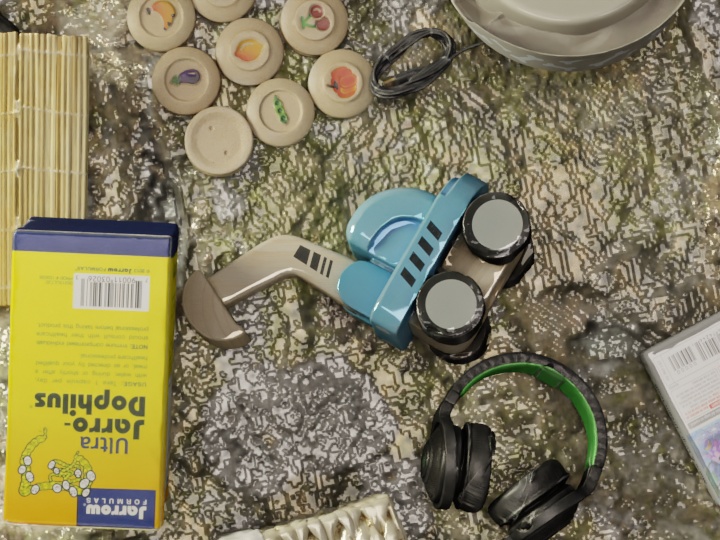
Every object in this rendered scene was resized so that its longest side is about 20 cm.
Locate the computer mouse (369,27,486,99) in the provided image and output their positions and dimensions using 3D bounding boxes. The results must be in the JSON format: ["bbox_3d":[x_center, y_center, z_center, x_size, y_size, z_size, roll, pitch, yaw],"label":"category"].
[{"bbox_3d":[0.101,-0.161,1.722,0.199,0.034,0.059,-16,71,-2],"label":"computer mouse"}]

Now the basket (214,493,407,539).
[{"bbox_3d":[-0.010,0.256,1.632,0.123,0.136,0.200,-20,87,-7],"label":"basket"}]

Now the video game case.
[{"bbox_3d":[0.330,0.095,1.722,0.200,0.024,0.182,-27,88,-6],"label":"video game case"}]

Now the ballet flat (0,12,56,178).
[{"bbox_3d":[-0.262,-0.145,1.697,0.066,0.057,0.200,-40,95,-16],"label":"ballet flat"}]

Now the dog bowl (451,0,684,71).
[{"bbox_3d":[0.147,-0.232,1.695,0.199,0.059,0.201,-1,70,3],"label":"dog bowl"}]

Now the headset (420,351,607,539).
[{"bbox_3d":[0.099,0.149,1.667,0.123,0.094,0.200,27,73,-1],"label":"headset"}]

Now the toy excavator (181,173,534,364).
[{"bbox_3d":[0.000,0.000,1.682,0.200,0.100,0.195,29,82,12],"label":"toy excavator"}]

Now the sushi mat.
[{"bbox_3d":[-0.239,-0.069,1.673,0.095,0.012,0.201,1,104,-4],"label":"sushi mat"}]

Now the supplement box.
[{"bbox_3d":[-0.183,0.068,1.633,0.109,0.109,0.201,2,95,-3],"label":"supplement box"}]

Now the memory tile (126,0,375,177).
[{"bbox_3d":[-0.089,-0.181,1.720,0.153,0.017,0.200,-24,88,-5],"label":"memory tile"}]
